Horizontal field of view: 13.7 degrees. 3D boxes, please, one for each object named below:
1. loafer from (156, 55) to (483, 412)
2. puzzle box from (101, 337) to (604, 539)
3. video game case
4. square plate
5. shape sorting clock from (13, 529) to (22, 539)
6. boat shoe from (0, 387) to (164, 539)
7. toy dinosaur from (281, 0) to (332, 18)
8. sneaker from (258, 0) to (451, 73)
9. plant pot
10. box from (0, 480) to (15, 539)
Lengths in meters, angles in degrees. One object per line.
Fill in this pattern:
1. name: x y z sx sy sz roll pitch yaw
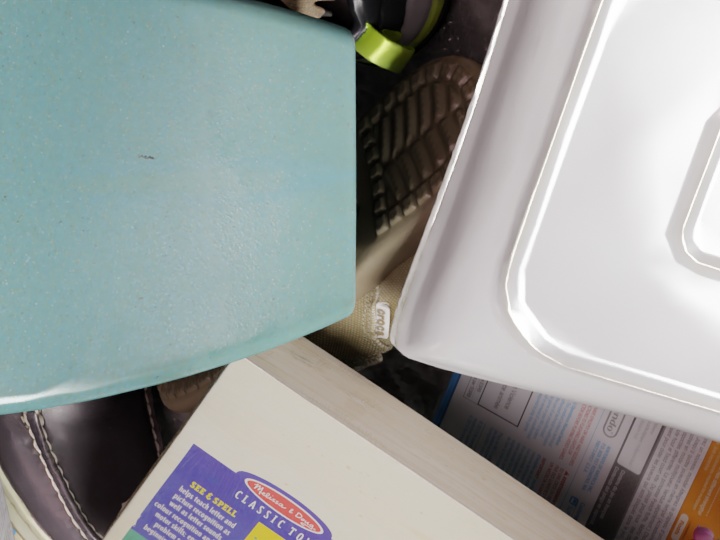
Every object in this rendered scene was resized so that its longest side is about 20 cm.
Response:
1. loafer: 0.000 0.000 1.028 0.200 0.067 0.076 -33 46 44
2. puzzle box: 0.018 0.110 1.022 0.200 0.025 0.133 35 136 -3
3. video game case: 0.108 0.107 1.033 0.200 0.018 0.143 30 118 15
4. square plate: 0.129 -0.027 0.923 0.199 0.028 0.199 16 117 -3
5. shape sorting clock: -0.209 0.051 1.154 0.199 0.039 0.201 5 103 22
6. boat shoe: -0.110 0.015 1.083 0.065 0.072 0.201 -19 87 45
7. toy dinosaur: -0.033 -0.136 0.974 0.058 0.199 0.101 109 145 -44
8. sneaker: -0.049 -0.143 1.022 0.200 0.083 0.072 40 112 11
9. plant pot: -0.108 -0.030 0.930 0.199 0.141 0.142 -2 97 -19
10. box: -0.194 0.118 1.084 0.144 0.036 0.200 -3 129 6
